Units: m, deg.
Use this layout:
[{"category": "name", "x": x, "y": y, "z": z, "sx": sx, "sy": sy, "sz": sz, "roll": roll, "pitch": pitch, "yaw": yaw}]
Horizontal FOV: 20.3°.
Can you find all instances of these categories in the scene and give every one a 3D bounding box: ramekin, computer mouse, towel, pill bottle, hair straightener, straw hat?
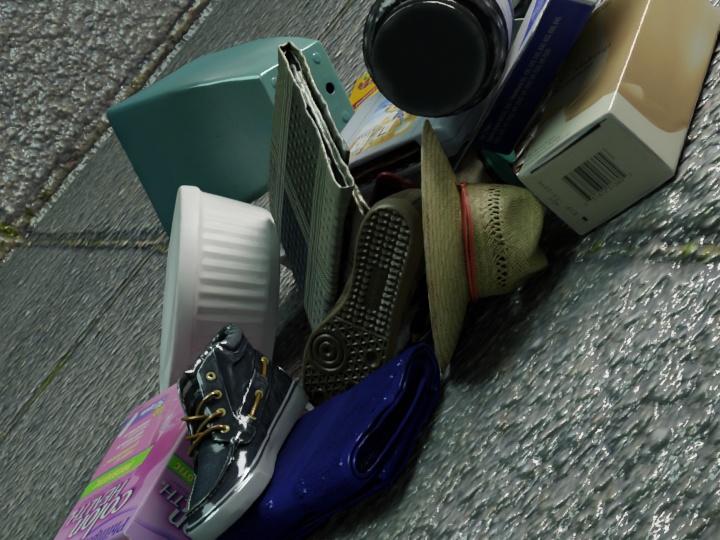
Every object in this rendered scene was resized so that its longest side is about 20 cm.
[{"category": "ramekin", "x": -0.128, "y": 0.028, "z": 1.835, "sx": 0.202, "sy": 0.093, "sz": 0.204, "roll": -175, "pitch": 90, "yaw": -82}, {"category": "computer mouse", "x": 0.045, "y": 0.012, "z": 1.654, "sx": 0.059, "sy": 0.034, "sz": 0.200, "roll": -43, "pitch": 17, "yaw": 15}, {"category": "towel", "x": -0.036, "y": -0.060, "z": 1.680, "sx": 0.201, "sy": 0.034, "sz": 0.193, "roll": 96, "pitch": 160, "yaw": -45}, {"category": "pill bottle", "x": 0.060, "y": -0.181, "z": 1.544, "sx": 0.112, "sy": 0.112, "sz": 0.200, "roll": -44, "pitch": 7, "yaw": 17}, {"category": "hair straightener", "x": 0.000, "y": 0.000, "z": 1.686, "sx": 0.200, "sy": 0.041, "sz": 0.077, "roll": 117, "pitch": 175, "yaw": -58}, {"category": "straw hat", "x": 0.095, "y": -0.024, "z": 1.490, "sx": 0.084, "sy": 0.202, "sz": 0.201, "roll": -3, "pitch": 27, "yaw": 6}, {"category": "towel", "x": -0.025, "y": 0.146, "z": 1.515, "sx": 0.200, "sy": 0.050, "sz": 0.148, "roll": -34, "pitch": 15, "yaw": 43}]

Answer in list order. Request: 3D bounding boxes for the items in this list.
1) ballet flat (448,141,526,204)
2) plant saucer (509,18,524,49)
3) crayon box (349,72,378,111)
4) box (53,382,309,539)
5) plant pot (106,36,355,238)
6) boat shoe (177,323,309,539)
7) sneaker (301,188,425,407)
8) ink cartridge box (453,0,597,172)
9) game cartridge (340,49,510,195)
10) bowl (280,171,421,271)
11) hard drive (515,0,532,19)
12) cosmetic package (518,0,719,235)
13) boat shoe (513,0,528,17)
[{"category": "ballet flat", "x": 0.094, "y": -0.078, "z": 1.680, "sx": 0.067, "sy": 0.068, "sz": 0.200, "roll": -52, "pitch": 13, "yaw": 15}, {"category": "plant saucer", "x": 0.115, "y": -0.201, "z": 1.811, "sx": 0.199, "sy": 0.039, "sz": 0.201, "roll": -7, "pitch": 5, "yaw": 1}, {"category": "crayon box", "x": 0.038, "y": -0.181, "z": 2.087, "sx": 0.127, "sy": 0.051, "sz": 0.200, "roll": -38, "pitch": 18, "yaw": 34}, {"category": "box", "x": -0.156, "y": 0.190, "z": 1.655, "sx": 0.176, "sy": 0.097, "sz": 0.201, "roll": -31, "pitch": 24, "yaw": 49}, {"category": "plant pot", "x": -0.107, "y": -0.138, "z": 1.911, "sx": 0.199, "sy": 0.142, "sz": 0.141, "roll": -15, "pitch": 16, "yaw": 47}, {"category": "boat shoe", "x": -0.110, "y": 0.124, "z": 1.539, "sx": 0.071, "sy": 0.091, "sz": 0.201, "roll": -38, "pitch": 13, "yaw": 30}, {"category": "sneaker", "x": 0.017, "y": 0.027, "z": 1.596, "sx": 0.075, "sy": 0.070, "sz": 0.201, "roll": -32, "pitch": -30, "yaw": -57}, {"category": "ink cartridge box", "x": 0.145, "y": -0.182, "z": 1.560, "sx": 0.198, "sy": 0.047, "sz": 0.201, "roll": 118, "pitch": 175, "yaw": -55}, {"category": "game cartridge", "x": 0.044, "y": -0.128, "z": 1.722, "sx": 0.199, "sy": 0.042, "sz": 0.134, "roll": -21, "pitch": 32, "yaw": 49}, {"category": "bowl", "x": 0.016, "y": -0.082, "z": 1.874, "sx": 0.200, "sy": 0.075, "sz": 0.200, "roll": -39, "pitch": 18, "yaw": 29}, {"category": "hard drive", "x": 0.132, "y": -0.248, "z": 1.841, "sx": 0.134, "sy": 0.043, "sz": 0.200, "roll": -7, "pitch": 6, "yaw": 8}, {"category": "cosmetic package", "x": 0.197, "y": -0.132, "z": 1.511, "sx": 0.105, "sy": 0.071, "sz": 0.201, "roll": -36, "pitch": 20, "yaw": 40}, {"category": "boat shoe", "x": 0.102, "y": -0.230, "z": 1.682, "sx": 0.200, "sy": 0.072, "sz": 0.068, "roll": -47, "pitch": -12, "yaw": 6}]
